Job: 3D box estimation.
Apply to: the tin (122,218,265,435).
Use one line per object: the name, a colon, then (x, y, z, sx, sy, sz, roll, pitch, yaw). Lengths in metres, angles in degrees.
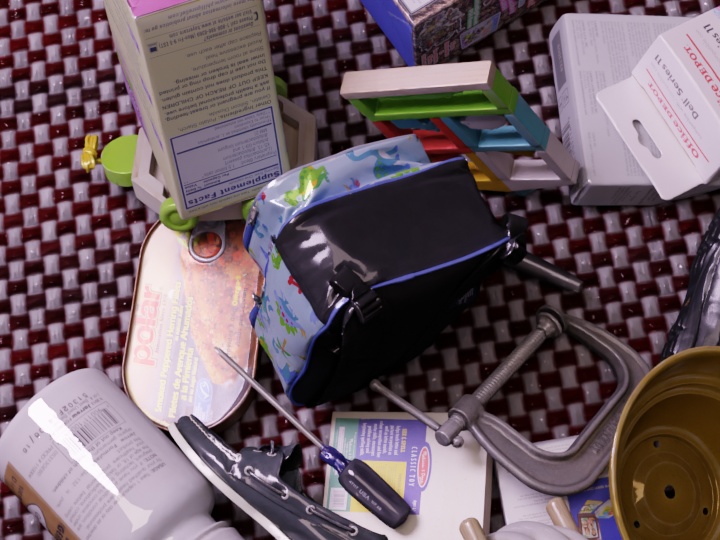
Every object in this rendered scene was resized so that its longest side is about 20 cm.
tin: (-0.134, 0.040, 1.141, 0.111, 0.042, 0.202, 6, 71, 2)

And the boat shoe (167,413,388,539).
boat shoe: (-0.060, 0.165, 1.048, 0.199, 0.075, 0.066, 39, 86, 23)

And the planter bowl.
planter bowl: (0.250, 0.162, 1.024, 0.199, 0.083, 0.202, 6, 76, -22)

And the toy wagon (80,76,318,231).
toy wagon: (-0.136, -0.097, 1.166, 0.198, 0.040, 0.156, -4, 48, 4)

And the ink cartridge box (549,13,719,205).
ink cartridge box: (0.268, -0.137, 1.176, 0.198, 0.047, 0.161, 0, 69, -13)

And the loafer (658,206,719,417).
loafer: (0.297, 0.021, 1.099, 0.070, 0.068, 0.202, 22, 77, 1)

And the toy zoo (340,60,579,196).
toy zoo: (0.089, -0.105, 1.097, 0.130, 0.200, 0.021, 2, 68, 33)

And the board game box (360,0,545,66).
board game box: (0.088, -0.298, 1.209, 0.199, 0.097, 0.160, -31, 71, -7)

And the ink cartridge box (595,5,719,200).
ink cartridge box: (0.307, -0.152, 1.127, 0.199, 0.067, 0.118, -27, 76, -20)

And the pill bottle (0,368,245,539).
pill bottle: (-0.177, 0.180, 1.053, 0.200, 0.114, 0.114, 42, 79, 17)

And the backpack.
backpack: (0.000, 0.000, 1.054, 0.182, 0.200, 0.148, -21, 68, -26)

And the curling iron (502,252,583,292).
curling iron: (0.090, -0.021, 1.146, 0.199, 0.026, 0.050, 23, 34, 8)

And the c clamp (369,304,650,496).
c clamp: (0.134, 0.089, 1.068, 0.171, 0.027, 0.200, 41, 51, 19)

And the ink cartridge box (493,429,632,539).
ink cartridge box: (0.164, 0.228, 1.050, 0.094, 0.037, 0.202, -9, 68, 1)

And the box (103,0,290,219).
box: (-0.136, -0.179, 1.076, 0.096, 0.201, 0.176, -19, 48, -12)

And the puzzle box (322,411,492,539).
puzzle box: (0.034, 0.208, 1.057, 0.132, 0.025, 0.202, -1, 70, 20)

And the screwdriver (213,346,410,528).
screwdriver: (-0.041, 0.128, 1.060, 0.200, 0.029, 0.028, 38, 49, 14)

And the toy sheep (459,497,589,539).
toy sheep: (0.118, 0.237, 0.958, 0.199, 0.138, 0.139, -7, 65, -35)
